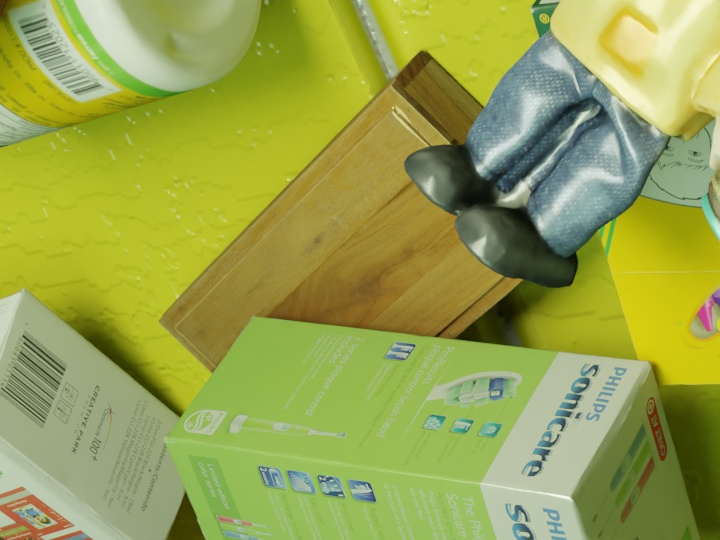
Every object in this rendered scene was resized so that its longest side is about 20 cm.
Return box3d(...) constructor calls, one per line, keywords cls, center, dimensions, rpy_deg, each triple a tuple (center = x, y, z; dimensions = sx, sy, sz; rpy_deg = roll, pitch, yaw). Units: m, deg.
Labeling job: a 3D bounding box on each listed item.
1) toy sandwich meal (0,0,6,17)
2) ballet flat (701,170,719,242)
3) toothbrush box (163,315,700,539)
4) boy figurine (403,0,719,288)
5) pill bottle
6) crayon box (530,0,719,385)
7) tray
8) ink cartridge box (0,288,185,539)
box3d(cls="toy sandwich meal", center=(-0.226, -0.142, 0.912), dimensions=(0.204, 0.070, 0.206), rpy_deg=(15, 131, 17))
box3d(cls="ballet flat", center=(0.200, 0.031, 0.866), dimensions=(0.070, 0.071, 0.200), rpy_deg=(-22, 111, 40))
box3d(cls="toothbrush box", center=(0.036, 0.108, 1.023), dimensions=(0.199, 0.086, 0.146), rpy_deg=(6, 133, 33))
box3d(cls="boy figurine", center=(0.106, -0.084, 0.829), dimensions=(0.200, 0.064, 0.125), rpy_deg=(-50, 57, 25))
box3d(cls="pill bottle", center=(-0.149, -0.111, 1.013), dimensions=(0.199, 0.111, 0.112), rpy_deg=(-12, 115, 37))
box3d(cls="crayon box", center=(0.183, -0.043, 0.897), dimensions=(0.199, 0.058, 0.173), rpy_deg=(-2, 120, 32))
box3d(cls="tray", center=(0.000, 0.000, 1.055), dimensions=(0.099, 0.037, 0.200), rpy_deg=(44, 134, -3))
box3d(cls="ink cartridge box", center=(-0.184, 0.115, 1.202), dimensions=(0.199, 0.084, 0.176), rpy_deg=(-19, 130, 39))
